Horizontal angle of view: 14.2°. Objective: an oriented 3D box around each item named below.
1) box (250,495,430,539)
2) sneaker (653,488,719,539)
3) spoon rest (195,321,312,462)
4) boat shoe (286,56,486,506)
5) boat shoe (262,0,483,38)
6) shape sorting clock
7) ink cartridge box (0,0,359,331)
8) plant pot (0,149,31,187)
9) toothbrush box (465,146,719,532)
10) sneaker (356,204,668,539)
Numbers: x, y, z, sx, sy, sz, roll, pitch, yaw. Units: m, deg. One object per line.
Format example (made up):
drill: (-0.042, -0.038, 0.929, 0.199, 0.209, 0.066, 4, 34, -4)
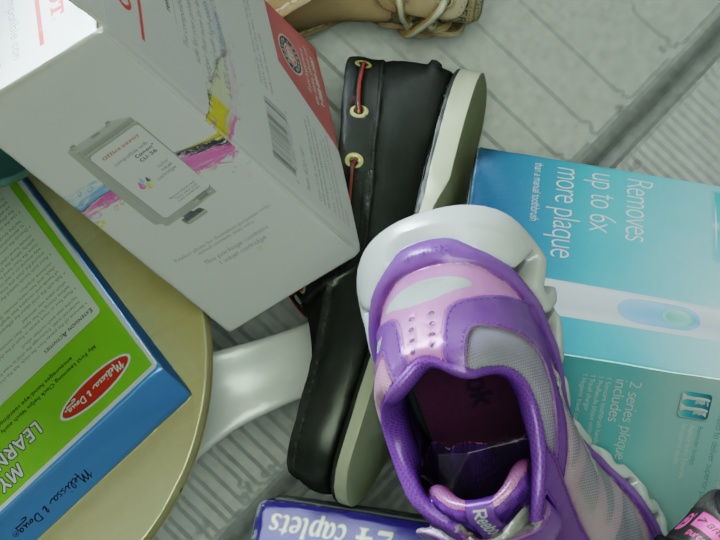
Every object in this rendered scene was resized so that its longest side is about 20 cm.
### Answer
box: (0.037, 0.198, 1.125, 0.184, 0.105, 0.200, 8, 86, 2)
sneaker: (0.104, 0.118, 0.979, 0.200, 0.077, 0.084, -13, 112, -32)
spoon rest: (-0.092, 0.063, 1.160, 0.200, 0.061, 0.099, -22, 84, -3)
boat shoe: (0.000, 0.002, 1.135, 0.063, 0.074, 0.202, 10, 58, 7)
boat shoe: (0.027, -0.128, 1.170, 0.200, 0.071, 0.065, -29, 85, -3)
shape sorting clock: (-0.148, 0.048, 1.131, 0.200, 0.039, 0.200, -9, 67, 23)
ink cartridge box: (-0.089, -0.080, 1.061, 0.067, 0.200, 0.117, -30, 45, 19)
plant pot: (-0.221, -0.118, 1.112, 0.161, 0.201, 0.201, -9, 84, 32)
toothbrush box: (0.131, 0.036, 1.110, 0.200, 0.146, 0.085, 11, 121, 1)
sneaker: (0.053, 0.080, 1.009, 0.080, 0.088, 0.200, -20, 115, 14)
